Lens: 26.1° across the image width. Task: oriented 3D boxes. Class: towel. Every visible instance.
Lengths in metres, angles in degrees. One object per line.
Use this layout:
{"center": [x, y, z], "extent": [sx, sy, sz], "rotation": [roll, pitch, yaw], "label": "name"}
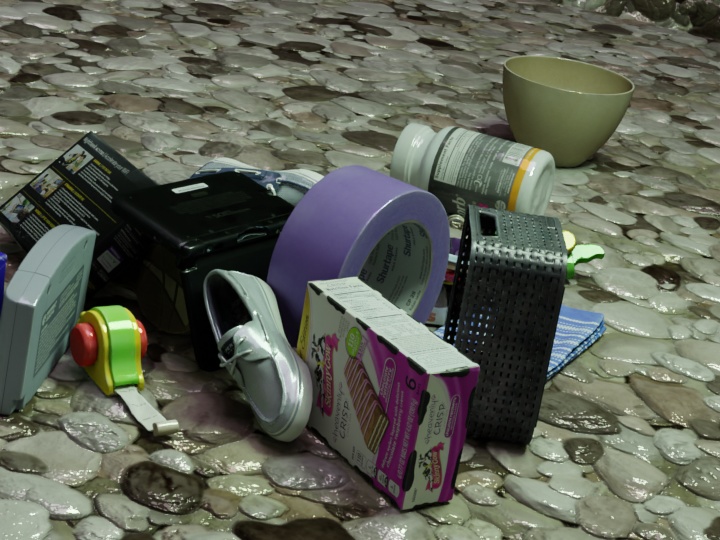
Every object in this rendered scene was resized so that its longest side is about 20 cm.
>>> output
{"center": [0.176, 0.066, 1.725], "extent": [0.145, 0.024, 0.200], "rotation": [18, 24, 23], "label": "towel"}

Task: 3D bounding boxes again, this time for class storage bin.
{"center": [0.134, 0.051, 1.504], "extent": [0.094, 0.200, 0.135], "rotation": [9, 22, -1], "label": "storage bin"}

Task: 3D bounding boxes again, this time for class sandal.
{"center": [-0.211, 0.009, 1.662], "extent": [0.054, 0.080, 0.200], "rotation": [19, 7, -40], "label": "sandal"}

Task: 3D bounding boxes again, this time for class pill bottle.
{"center": [0.148, -0.126, 2.064], "extent": [0.200, 0.117, 0.116], "rotation": [17, 23, 21], "label": "pill bottle"}

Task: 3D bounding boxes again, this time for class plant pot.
{"center": [0.305, -0.235, 2.369], "extent": [0.200, 0.135, 0.200], "rotation": [8, 21, -3], "label": "plant pot"}

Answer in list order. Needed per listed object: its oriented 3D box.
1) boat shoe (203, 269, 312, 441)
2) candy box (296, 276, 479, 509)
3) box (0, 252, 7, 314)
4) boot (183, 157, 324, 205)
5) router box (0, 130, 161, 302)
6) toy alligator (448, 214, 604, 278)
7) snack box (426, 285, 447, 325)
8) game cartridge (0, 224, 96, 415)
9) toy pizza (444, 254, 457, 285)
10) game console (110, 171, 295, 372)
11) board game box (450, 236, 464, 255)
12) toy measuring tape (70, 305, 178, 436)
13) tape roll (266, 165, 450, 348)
{"center": [-0.106, 0.076, 1.459], "extent": [0.071, 0.070, 0.201], "rotation": [22, 31, -38], "label": "boat shoe"}
{"center": [0.015, 0.106, 1.409], "extent": [0.061, 0.137, 0.200], "rotation": [-5, 25, -33], "label": "candy box"}
{"center": [-0.467, 0.026, 1.455], "extent": [0.184, 0.105, 0.200], "rotation": [21, 24, 25], "label": "box"}
{"center": [-0.129, -0.087, 1.934], "extent": [0.200, 0.073, 0.090], "rotation": [10, 27, 25], "label": "boot"}
{"center": [-0.300, -0.060, 1.695], "extent": [0.149, 0.051, 0.200], "rotation": [-42, 39, -9], "label": "router box"}
{"center": [0.199, -0.023, 1.920], "extent": [0.200, 0.059, 0.054], "rotation": [11, 62, 5], "label": "toy alligator"}
{"center": [-0.003, 0.025, 1.752], "extent": [0.200, 0.024, 0.072], "rotation": [9, 21, -2], "label": "snack box"}
{"center": [-0.297, 0.035, 1.464], "extent": [0.041, 0.133, 0.200], "rotation": [10, 21, 3], "label": "game cartridge"}
{"center": [0.066, -0.005, 1.771], "extent": [0.200, 0.032, 0.200], "rotation": [13, -2, 1], "label": "toy pizza"}
{"center": [-0.145, -0.006, 1.607], "extent": [0.176, 0.117, 0.200], "rotation": [32, 28, 27], "label": "game console"}
{"center": [0.128, -0.018, 1.846], "extent": [0.200, 0.032, 0.120], "rotation": [12, 0, 9], "label": "board game box"}
{"center": [-0.221, 0.082, 1.462], "extent": [0.073, 0.074, 0.200], "rotation": [-5, 26, -32], "label": "toy measuring tape"}
{"center": [0.000, 0.000, 1.580], "extent": [0.085, 0.200, 0.200], "rotation": [23, 25, 31], "label": "tape roll"}
